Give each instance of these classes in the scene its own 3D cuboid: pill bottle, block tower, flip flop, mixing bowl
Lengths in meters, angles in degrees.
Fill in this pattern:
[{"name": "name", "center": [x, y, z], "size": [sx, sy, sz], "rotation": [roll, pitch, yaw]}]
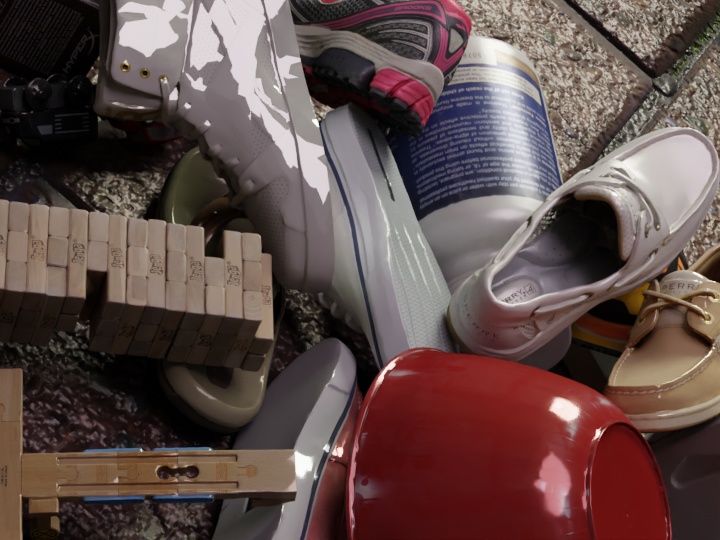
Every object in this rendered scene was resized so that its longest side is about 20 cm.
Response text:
[{"name": "pill bottle", "center": [0.069, -0.034, 1.254], "size": [0.111, 0.111, 0.200], "rotation": [14, 47, -27]}, {"name": "block tower", "center": [-0.143, 0.005, 1.065], "size": [0.199, 0.054, 0.058], "rotation": [6, 57, -15]}, {"name": "flip flop", "center": [-0.072, 0.002, 1.154], "size": [0.081, 0.058, 0.200], "rotation": [23, 38, -19]}, {"name": "mixing bowl", "center": [0.090, 0.130, 1.060], "size": [0.200, 0.108, 0.201], "rotation": [29, 55, -54]}]

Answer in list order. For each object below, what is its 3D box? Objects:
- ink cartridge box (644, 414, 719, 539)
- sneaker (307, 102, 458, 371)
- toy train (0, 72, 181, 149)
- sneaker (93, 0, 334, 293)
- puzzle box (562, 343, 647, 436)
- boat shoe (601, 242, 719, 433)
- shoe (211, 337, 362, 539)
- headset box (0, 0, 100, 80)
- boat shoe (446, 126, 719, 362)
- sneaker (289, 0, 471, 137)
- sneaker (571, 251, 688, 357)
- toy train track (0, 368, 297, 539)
[{"name": "ink cartridge box", "center": [0.256, 0.088, 1.220], "size": [0.200, 0.146, 0.084], "rotation": [-34, 91, -43]}, {"name": "sneaker", "center": [0.000, 0.000, 1.174], "size": [0.073, 0.071, 0.200], "rotation": [35, 30, -45]}, {"name": "toy train", "center": [-0.121, -0.095, 1.216], "size": [0.200, 0.034, 0.046], "rotation": [-9, 102, -40]}, {"name": "sneaker", "center": [-0.085, -0.076, 1.124], "size": [0.115, 0.074, 0.200], "rotation": [-10, 78, -18]}, {"name": "puzzle box", "center": [0.223, 0.075, 1.338], "size": [0.200, 0.025, 0.133], "rotation": [-6, 59, -39]}, {"name": "boat shoe", "center": [0.184, 0.032, 1.178], "size": [0.200, 0.074, 0.069], "rotation": [-35, 120, -57]}, {"name": "shoe", "center": [-0.018, 0.125, 1.087], "size": [0.091, 0.071, 0.200], "rotation": [46, 30, -20]}, {"name": "headset box", "center": [-0.231, -0.211, 1.213], "size": [0.200, 0.075, 0.149], "rotation": [23, 44, -19]}, {"name": "boat shoe", "center": [0.135, -0.022, 1.153], "size": [0.200, 0.069, 0.071], "rotation": [-39, 80, -26]}, {"name": "sneaker", "center": [-0.005, -0.139, 1.257], "size": [0.081, 0.075, 0.200], "rotation": [39, -8, -40]}, {"name": "sneaker", "center": [0.174, -0.016, 1.291], "size": [0.070, 0.090, 0.200], "rotation": [16, 22, 8]}, {"name": "toy train track", "center": [-0.131, 0.105, 1.008], "size": [0.199, 0.033, 0.115], "rotation": [-1, 60, -7]}]
